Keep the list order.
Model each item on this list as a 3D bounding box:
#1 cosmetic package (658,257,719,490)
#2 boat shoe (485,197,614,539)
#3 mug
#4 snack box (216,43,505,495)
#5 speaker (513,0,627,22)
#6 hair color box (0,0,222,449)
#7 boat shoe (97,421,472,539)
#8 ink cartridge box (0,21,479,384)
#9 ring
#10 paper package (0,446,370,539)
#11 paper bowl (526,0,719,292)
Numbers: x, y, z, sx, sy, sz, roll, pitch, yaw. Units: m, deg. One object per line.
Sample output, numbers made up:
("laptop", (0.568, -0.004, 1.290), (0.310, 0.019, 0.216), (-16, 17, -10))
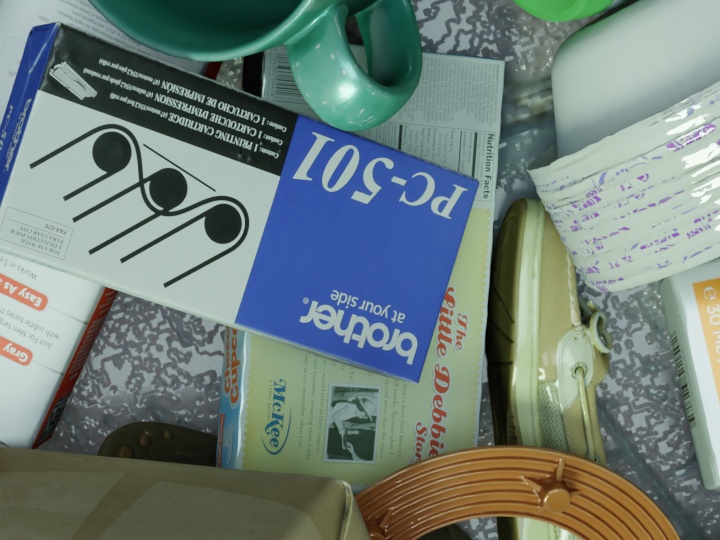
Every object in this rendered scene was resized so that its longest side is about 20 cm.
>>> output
("cosmetic package", (0.243, 0.030, 1.050), (0.199, 0.071, 0.102), (-13, 83, 2))
("boat shoe", (0.094, 0.066, 1.066), (0.063, 0.073, 0.202), (-4, 97, -6))
("mug", (-0.042, -0.157, 0.986), (0.151, 0.114, 0.186), (5, 107, 29))
("snack box", (0.000, 0.000, 1.053), (0.116, 0.037, 0.201), (4, 90, -19))
("speaker", (0.143, -0.180, 0.997), (0.200, 0.088, 0.089), (-31, 94, -27))
("hair color box", (-0.149, -0.029, 1.066), (0.101, 0.061, 0.201), (26, 94, 0))
("boat shoe", (-0.033, 0.132, 1.081), (0.199, 0.072, 0.068), (19, 128, -8))
("ink cartridge box", (-0.055, -0.026, 0.982), (0.199, 0.044, 0.094), (19, 86, -24))
("ring", (0.057, 0.169, 1.048), (0.199, 0.019, 0.201), (-4, 116, -8))
("paper package", (-0.081, 0.180, 0.992), (0.199, 0.103, 0.191), (1, 123, 36))
("paper bowl", (0.161, -0.080, 0.986), (0.200, 0.201, 0.105), (-30, 94, 3))
